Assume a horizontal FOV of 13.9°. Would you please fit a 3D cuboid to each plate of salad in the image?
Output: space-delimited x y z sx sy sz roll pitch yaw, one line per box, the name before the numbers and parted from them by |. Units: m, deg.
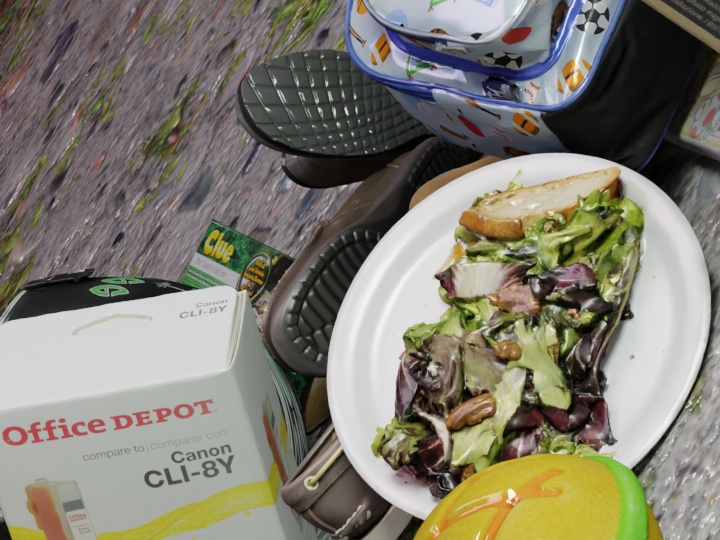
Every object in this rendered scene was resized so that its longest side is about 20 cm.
plate of salad | 0.070 0.027 1.415 0.200 0.048 0.200 -13 58 21

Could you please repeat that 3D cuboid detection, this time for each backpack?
backpack | 0.082 -0.146 1.536 0.190 0.154 0.200 7 62 49

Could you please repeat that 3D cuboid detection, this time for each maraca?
maraca | 0.077 0.143 1.228 0.137 0.107 0.200 -58 16 3

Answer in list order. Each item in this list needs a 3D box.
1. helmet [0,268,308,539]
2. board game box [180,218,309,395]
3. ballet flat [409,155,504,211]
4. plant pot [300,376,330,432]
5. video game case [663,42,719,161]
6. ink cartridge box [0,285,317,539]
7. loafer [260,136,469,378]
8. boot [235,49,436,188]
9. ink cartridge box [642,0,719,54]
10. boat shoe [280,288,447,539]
helmet | -0.123 0.106 1.715 0.200 0.191 0.200 17 -90 -78
board game box | -0.074 0.034 1.879 0.105 0.023 0.200 -65 27 1
ballet flat | 0.081 -0.033 1.632 0.200 0.069 0.063 -33 43 57
plant pot | -0.011 0.016 1.871 0.200 0.027 0.200 -50 17 21
video game case | 0.219 -0.148 1.516 0.200 0.023 0.182 -57 16 1
ink cartridge box | -0.109 0.122 1.569 0.145 0.200 0.083 -10 30 9
loafer | 0.000 0.000 1.743 0.071 0.073 0.200 -21 18 45
boot | -0.014 -0.082 1.829 0.132 0.200 0.070 -29 68 51
ink cartridge box | 0.191 -0.168 1.341 0.075 0.165 0.200 -43 29 31
boat shoe | 0.032 0.046 1.492 0.200 0.060 0.072 -59 11 -5
